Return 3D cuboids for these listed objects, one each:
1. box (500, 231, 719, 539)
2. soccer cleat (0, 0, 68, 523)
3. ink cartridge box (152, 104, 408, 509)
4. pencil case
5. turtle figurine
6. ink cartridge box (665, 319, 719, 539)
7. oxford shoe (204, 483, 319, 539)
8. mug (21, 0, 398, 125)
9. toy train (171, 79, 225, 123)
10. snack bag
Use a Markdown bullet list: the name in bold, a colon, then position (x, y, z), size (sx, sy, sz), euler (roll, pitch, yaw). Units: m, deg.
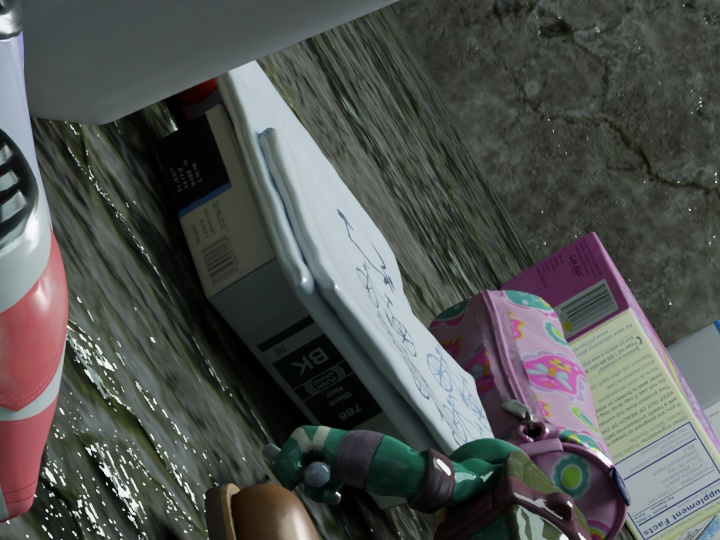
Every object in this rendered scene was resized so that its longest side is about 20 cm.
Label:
- **box**: position (0.214, 0.098, 2.327), size (0.200, 0.096, 0.176), euler (58, 7, -20)
- **soccer cleat**: position (-0.103, -0.017, 0.655), size (0.200, 0.068, 0.073), euler (-116, -163, -61)
- **ink cartridge box**: position (-0.015, 0.028, 1.171), size (0.200, 0.039, 0.100), euler (52, 10, -43)
- **pencil case**: position (0.084, 0.081, 1.476), size (0.088, 0.087, 0.200), euler (57, 8, -23)
- **turtle figurine**: position (0.032, 0.107, 0.958), size (0.150, 0.100, 0.200), euler (57, 13, -22)
- **ink cartridge box**: position (0.336, 0.185, 2.648), size (0.200, 0.144, 0.147), euler (58, 6, -23)
- **oxford shoe**: position (0.022, 0.141, 0.822), size (0.200, 0.071, 0.071), euler (58, 8, 0)
- **mug**: position (-0.066, -0.125, 0.954), size (0.150, 0.153, 0.187), euler (60, 6, 5)
- **toy train**: position (-0.065, -0.077, 1.271), size (0.200, 0.034, 0.046), euler (54, 12, -40)
- **snack bag**: position (0.000, 0.000, 1.154), size (0.189, 0.021, 0.200), euler (53, 10, -40)
